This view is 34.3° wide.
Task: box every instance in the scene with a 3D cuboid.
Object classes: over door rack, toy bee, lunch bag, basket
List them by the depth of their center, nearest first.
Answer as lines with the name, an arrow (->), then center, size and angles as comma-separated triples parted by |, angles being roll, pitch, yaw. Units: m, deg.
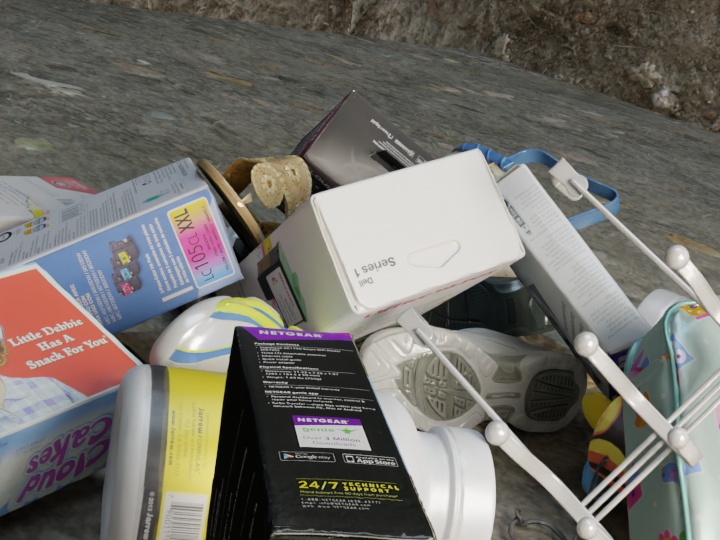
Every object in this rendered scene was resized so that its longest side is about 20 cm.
over door rack -> 0.119, 0.036, 0.662 | 0.200, 0.148, 0.067 | 49, 3, 39
lunch bag -> 0.239, 0.125, 0.682 | 0.158, 0.203, 0.077 | 7, -26, -12
toy bee -> 0.194, 0.122, 0.772 | 0.129, 0.110, 0.199 | 21, 19, 23
basket -> 0.151, -0.065, 1.240 | 0.198, 0.141, 0.176 | -26, 30, -14

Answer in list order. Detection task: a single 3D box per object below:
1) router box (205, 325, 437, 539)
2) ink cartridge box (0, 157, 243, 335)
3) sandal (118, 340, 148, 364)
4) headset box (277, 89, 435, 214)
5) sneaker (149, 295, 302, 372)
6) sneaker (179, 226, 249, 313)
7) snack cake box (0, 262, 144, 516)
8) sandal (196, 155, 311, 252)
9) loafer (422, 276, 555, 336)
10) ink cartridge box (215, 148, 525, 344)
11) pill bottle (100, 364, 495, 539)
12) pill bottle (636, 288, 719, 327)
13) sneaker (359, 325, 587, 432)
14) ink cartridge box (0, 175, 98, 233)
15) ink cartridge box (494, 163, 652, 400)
router box -> -0.029, 0.139, 0.399 | 0.050, 0.203, 0.149 | 6, 18, -12
ink cartridge box -> -0.195, -0.003, 0.837 | 0.197, 0.077, 0.136 | -21, 18, -8
sandal -> -0.152, 0.075, 0.766 | 0.197, 0.055, 0.080 | 5, 18, -22
headset box -> 0.009, -0.064, 1.009 | 0.148, 0.075, 0.200 | 39, -15, -8
sneaker -> -0.041, 0.082, 0.713 | 0.105, 0.076, 0.199 | 43, 9, 31
sneaker -> -0.138, 0.006, 0.992 | 0.079, 0.075, 0.200 | 1, 12, 0
snack cake box -> -0.224, 0.074, 0.624 | 0.115, 0.068, 0.199 | 37, 32, 24
sandal -> -0.070, -0.060, 0.883 | 0.078, 0.069, 0.212 | 52, -7, 6
loafer -> 0.106, 0.036, 1.071 | 0.197, 0.073, 0.063 | -1, 0, -32
ink cartridge box -> 0.000, 0.000, 0.835 | 0.143, 0.085, 0.200 | -18, -9, -30
pill bottle -> -0.034, 0.116, 0.621 | 0.197, 0.114, 0.112 | 8, 17, -15
pill bottle -> 0.319, 0.087, 0.957 | 0.199, 0.114, 0.111 | 26, 22, 36
sneaker -> 0.074, 0.079, 0.904 | 0.198, 0.079, 0.099 | 13, 8, -30
ink cartridge box -> -0.304, -0.032, 0.977 | 0.198, 0.069, 0.116 | -2, 22, -44
ink cartridge box -> 0.172, 0.037, 0.865 | 0.201, 0.040, 0.200 | 54, 1, 21
